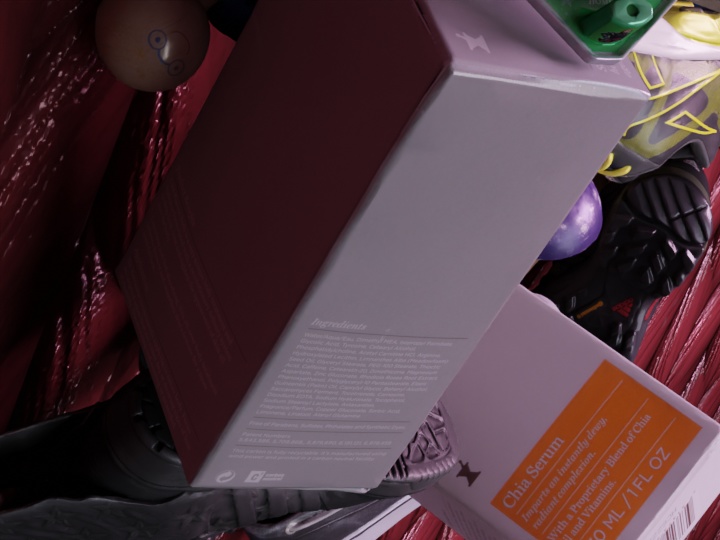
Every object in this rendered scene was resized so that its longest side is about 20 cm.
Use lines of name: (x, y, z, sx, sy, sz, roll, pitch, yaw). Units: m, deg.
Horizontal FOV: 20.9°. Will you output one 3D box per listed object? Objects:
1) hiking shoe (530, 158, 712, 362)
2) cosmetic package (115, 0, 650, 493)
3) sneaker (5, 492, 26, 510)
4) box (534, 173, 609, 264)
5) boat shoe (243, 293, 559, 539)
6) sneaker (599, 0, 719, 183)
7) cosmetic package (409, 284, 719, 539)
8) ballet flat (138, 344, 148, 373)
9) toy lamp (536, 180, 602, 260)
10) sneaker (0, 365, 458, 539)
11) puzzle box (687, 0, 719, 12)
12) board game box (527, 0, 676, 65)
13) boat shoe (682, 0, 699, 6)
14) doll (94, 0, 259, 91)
hiking shoe: (0.142, 0.007, 1.126, 0.200, 0.075, 0.101, -52, -176, 34)
cosmetic package: (-0.001, -0.026, 0.656, 0.089, 0.107, 0.200, 7, 135, -35)
sneaker: (-0.120, 0.138, 0.797, 0.200, 0.083, 0.072, -35, 150, -38)
box: (0.087, -0.068, 0.997, 0.164, 0.021, 0.201, -46, 155, -20)
boat shoe: (0.021, 0.073, 0.990, 0.198, 0.074, 0.068, -34, 146, -4)
sneaker: (0.107, -0.080, 0.886, 0.198, 0.074, 0.086, -5, 105, -35)
cosmetic package: (0.061, 0.065, 0.898, 0.102, 0.199, 0.071, -50, 155, -12)
ballet flat: (0.000, 0.000, 0.817, 0.199, 0.068, 0.064, -37, 143, -3)
toy lamp: (0.078, -0.091, 0.702, 0.058, 0.058, 0.201, -38, 148, -34)
sneaker: (-0.062, 0.077, 0.761, 0.199, 0.060, 0.104, 6, 146, -43)
puzzle box: (0.153, -0.149, 0.737, 0.026, 0.132, 0.200, -62, 165, -14)
board game box: (0.071, -0.199, 0.592, 0.200, 0.200, 0.026, -46, -174, -20)
boat shoe: (0.233, -0.199, 1.032, 0.200, 0.084, 0.069, -48, 165, -13)
doll: (-0.011, -0.135, 0.667, 0.200, 0.048, 0.137, -39, 134, -3)
